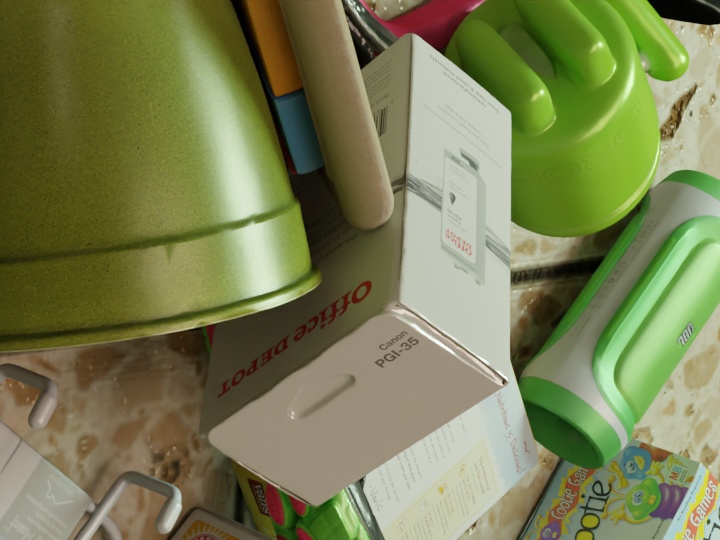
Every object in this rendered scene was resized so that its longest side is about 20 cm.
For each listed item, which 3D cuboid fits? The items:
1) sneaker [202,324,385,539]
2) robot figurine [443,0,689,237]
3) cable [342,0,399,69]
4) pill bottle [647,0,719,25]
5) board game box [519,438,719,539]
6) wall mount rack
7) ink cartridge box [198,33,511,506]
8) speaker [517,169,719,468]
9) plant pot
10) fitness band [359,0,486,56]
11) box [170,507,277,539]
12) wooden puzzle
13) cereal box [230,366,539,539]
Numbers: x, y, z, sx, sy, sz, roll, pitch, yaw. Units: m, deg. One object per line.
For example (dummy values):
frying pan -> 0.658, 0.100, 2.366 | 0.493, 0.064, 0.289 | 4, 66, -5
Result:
sneaker -> -0.017, 0.089, 1.211 | 0.084, 0.077, 0.201 | -22, 96, -36
robot figurine -> 0.114, -0.092, 1.279 | 0.175, 0.116, 0.200 | -41, 154, -3
cable -> -0.009, -0.124, 1.182 | 0.050, 0.097, 0.201 | -79, 156, -49
pill bottle -> 0.206, -0.262, 1.342 | 0.112, 0.112, 0.201 | 18, 89, -48
board game box -> 0.214, 0.205, 1.513 | 0.200, 0.103, 0.105 | 44, 71, -45
wall mount rack -> -0.181, 0.151, 1.102 | 0.174, 0.074, 0.200 | -57, 135, -16
ink cartridge box -> 0.000, 0.000, 1.116 | 0.083, 0.146, 0.201 | 35, 38, -27
speaker -> 0.182, 0.030, 1.437 | 0.200, 0.088, 0.089 | -53, 134, -20
plant pot -> -0.128, -0.078, 1.015 | 0.200, 0.200, 0.194 | -15, 102, -43
fitness band -> 0.049, -0.204, 1.252 | 0.200, 0.037, 0.144 | -31, 124, -34
box -> -0.094, 0.251, 1.207 | 0.200, 0.101, 0.113 | -52, 134, -21
wooden puzzle -> -0.051, -0.133, 1.063 | 0.037, 0.200, 0.186 | -22, 122, -10
cereal box -> 0.020, 0.115, 1.326 | 0.200, 0.039, 0.144 | -39, 126, -31
